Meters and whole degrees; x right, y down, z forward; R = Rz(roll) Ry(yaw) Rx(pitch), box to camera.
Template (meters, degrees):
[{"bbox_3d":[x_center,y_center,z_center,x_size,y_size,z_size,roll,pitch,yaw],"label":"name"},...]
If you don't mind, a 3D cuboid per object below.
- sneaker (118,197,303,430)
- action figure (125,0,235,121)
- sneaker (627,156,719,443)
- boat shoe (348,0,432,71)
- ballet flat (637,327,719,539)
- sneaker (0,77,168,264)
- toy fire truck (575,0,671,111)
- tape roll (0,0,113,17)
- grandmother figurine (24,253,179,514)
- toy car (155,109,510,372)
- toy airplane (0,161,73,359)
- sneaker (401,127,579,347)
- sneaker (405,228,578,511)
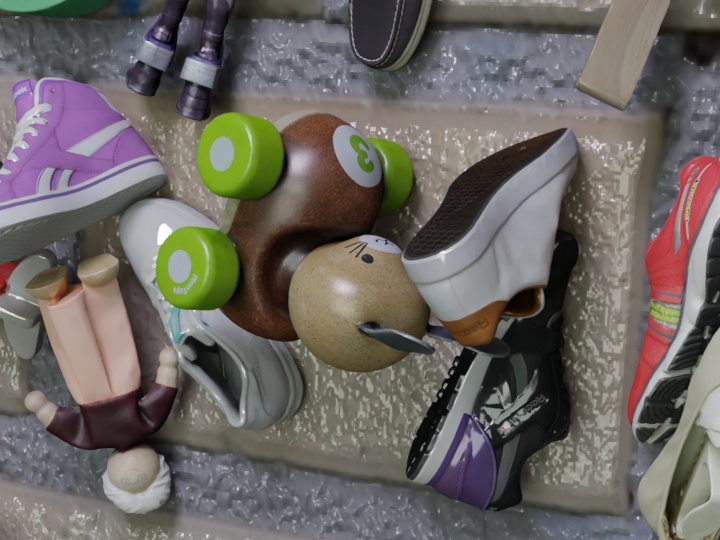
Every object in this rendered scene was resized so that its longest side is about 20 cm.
[{"bbox_3d":[-0.120,0.029,1.064,0.075,0.088,0.200,-42,79,22],"label":"sneaker"},{"bbox_3d":[-0.109,-0.212,1.035,0.130,0.069,0.200,25,115,0],"label":"action figure"},{"bbox_3d":[0.215,0.019,0.938,0.085,0.077,0.201,-124,41,-54],"label":"sneaker"},{"bbox_3d":[0.012,-0.231,0.976,0.072,0.065,0.201,28,120,36],"label":"boat shoe"},{"bbox_3d":[0.228,0.107,0.902,0.069,0.069,0.200,29,131,18],"label":"ballet flat"},{"bbox_3d":[-0.243,-0.076,1.049,0.073,0.200,0.114,-36,86,39],"label":"sneaker"},{"bbox_3d":[0.232,-0.184,0.885,0.176,0.129,0.200,34,119,16],"label":"toy fire truck"},{"bbox_3d":[-0.235,-0.292,1.091,0.200,0.048,0.201,2,95,29],"label":"tape roll"},{"bbox_3d":[-0.192,0.093,1.093,0.121,0.061,0.201,-12,109,12],"label":"grandmother figurine"},{"bbox_3d":[0.000,0.000,0.940,0.200,0.164,0.158,34,108,36],"label":"toy car"},{"bbox_3d":[-0.321,-0.012,1.134,0.200,0.141,0.199,-28,121,13],"label":"toy airplane"},{"bbox_3d":[0.093,-0.020,0.927,0.073,0.200,0.085,-13,112,39],"label":"sneaker"},{"bbox_3d":[0.112,0.070,0.992,0.087,0.076,0.200,25,102,-6],"label":"sneaker"}]
